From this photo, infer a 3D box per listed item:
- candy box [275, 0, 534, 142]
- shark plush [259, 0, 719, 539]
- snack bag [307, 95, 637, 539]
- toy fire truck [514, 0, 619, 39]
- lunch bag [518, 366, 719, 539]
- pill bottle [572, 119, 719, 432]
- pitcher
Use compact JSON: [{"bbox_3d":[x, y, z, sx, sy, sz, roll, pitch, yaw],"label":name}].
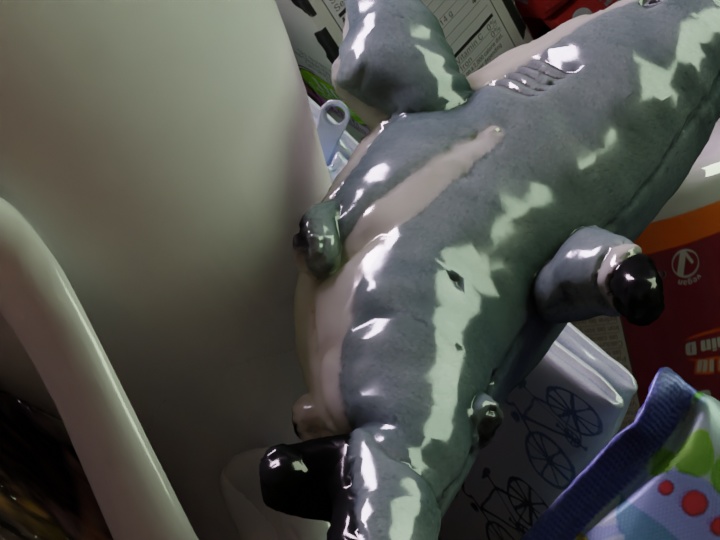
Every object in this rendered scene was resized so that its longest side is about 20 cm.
[{"bbox_3d":[-0.016,-0.091,0.762,0.136,0.061,0.200,38,-9,33],"label":"candy box"},{"bbox_3d":[0.026,-0.003,0.505,0.200,0.083,0.091,-51,129,-55],"label":"shark plush"},{"bbox_3d":[-0.014,0.013,0.719,0.200,0.021,0.189,42,-25,14],"label":"snack bag"},{"bbox_3d":[0.014,-0.131,0.811,0.141,0.049,0.200,44,-7,-18],"label":"toy fire truck"},{"bbox_3d":[0.098,0.124,0.555,0.170,0.128,0.200,40,-9,12],"label":"lunch bag"},{"bbox_3d":[0.119,0.052,0.925,0.110,0.109,0.201,-120,-165,-76],"label":"pill bottle"},{"bbox_3d":[-0.060,-0.010,0.540,0.200,0.121,0.172,52,15,-25],"label":"pitcher"}]
